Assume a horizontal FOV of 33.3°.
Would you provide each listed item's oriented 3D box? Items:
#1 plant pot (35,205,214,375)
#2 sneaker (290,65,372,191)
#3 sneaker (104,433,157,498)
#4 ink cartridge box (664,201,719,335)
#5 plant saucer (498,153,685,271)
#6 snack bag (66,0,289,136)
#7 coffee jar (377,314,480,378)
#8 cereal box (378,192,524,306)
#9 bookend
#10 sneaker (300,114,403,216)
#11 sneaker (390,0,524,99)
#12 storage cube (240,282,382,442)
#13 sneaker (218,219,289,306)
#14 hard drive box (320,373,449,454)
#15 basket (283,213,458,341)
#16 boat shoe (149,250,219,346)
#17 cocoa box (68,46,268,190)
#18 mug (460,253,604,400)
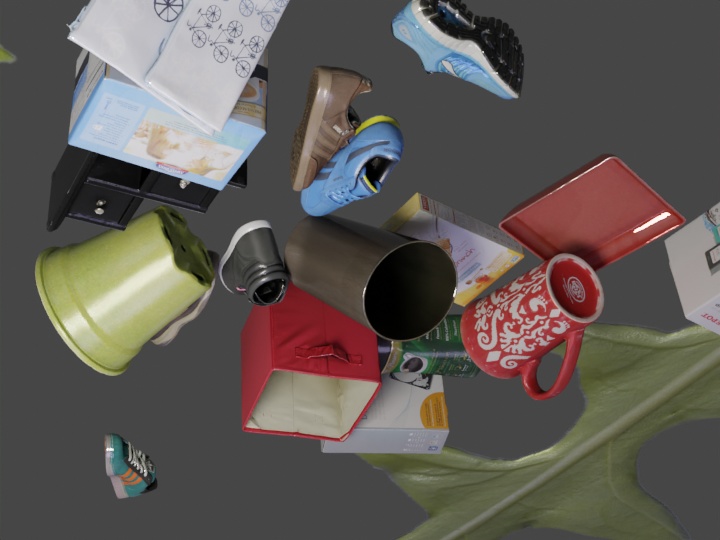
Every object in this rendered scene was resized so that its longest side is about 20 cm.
[{"bbox_3d":[-0.308,0.011,1.644,0.183,0.201,0.200,-31,137,13],"label":"plant pot"},{"bbox_3d":[-0.039,-0.171,1.519,0.075,0.071,0.201,4,142,-14],"label":"sneaker"},{"bbox_3d":[-0.409,0.343,2.144,0.079,0.072,0.201,-7,148,-5],"label":"sneaker"},{"bbox_3d":[0.571,-0.015,1.731,0.146,0.147,0.200,23,135,-31],"label":"ink cartridge box"},{"bbox_3d":[0.327,-0.079,1.710,0.199,0.037,0.199,-32,136,30],"label":"plant saucer"},{"bbox_3d":[-0.189,-0.276,1.291,0.199,0.190,0.021,34,168,-30],"label":"snack bag"},{"bbox_3d":[0.095,0.115,1.891,0.198,0.086,0.105,4,145,-13],"label":"coffee jar"},{"bbox_3d":[0.118,-0.027,1.748,0.199,0.040,0.144,20,135,-30],"label":"cereal box"},{"bbox_3d":[-0.274,-0.116,1.533,0.197,0.093,0.200,15,144,-26],"label":"bookend"},{"bbox_3d":[-0.016,-0.119,1.584,0.066,0.079,0.200,20,137,-32],"label":"sneaker"},{"bbox_3d":[0.118,-0.265,1.434,0.199,0.079,0.090,30,149,-33],"label":"sneaker"},{"bbox_3d":[-0.078,0.130,1.813,0.170,0.181,0.200,9,139,-18],"label":"storage cube"},{"bbox_3d":[-0.152,0.017,1.702,0.070,0.100,0.200,-11,158,-19],"label":"sneaker"},{"bbox_3d":[0.034,0.212,1.952,0.198,0.157,0.077,1,142,-10],"label":"hard drive box"},{"bbox_3d":[0.000,0.000,1.623,0.180,0.199,0.137,3,104,-46],"label":"basket"},{"bbox_3d":[-0.275,0.038,1.756,0.073,0.075,0.200,24,128,-25],"label":"boat shoe"},{"bbox_3d":[-0.221,-0.203,1.397,0.199,0.132,0.133,16,143,-25],"label":"cocoa box"},{"bbox_3d":[0.272,0.079,1.780,0.178,0.133,0.200,46,140,-3],"label":"mug"}]
